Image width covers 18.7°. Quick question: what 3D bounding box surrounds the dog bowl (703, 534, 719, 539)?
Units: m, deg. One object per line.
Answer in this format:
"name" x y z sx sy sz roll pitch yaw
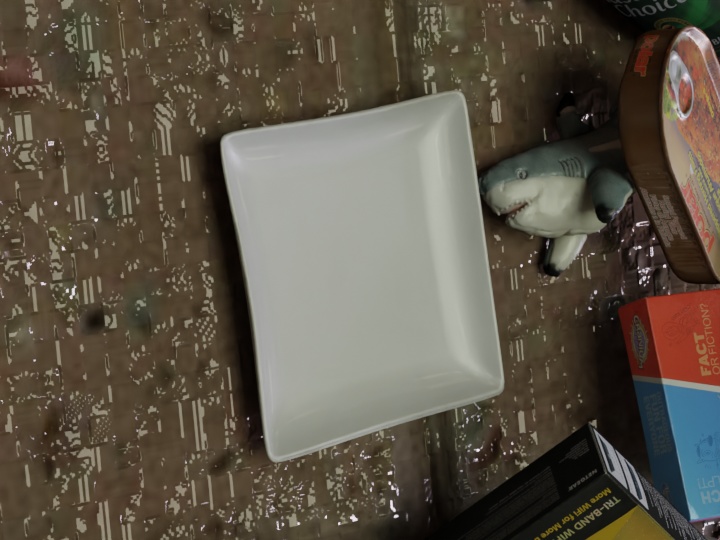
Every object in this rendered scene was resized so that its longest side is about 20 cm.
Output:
"dog bowl" 0.266 0.246 1.482 0.199 0.200 0.074 19 98 -37

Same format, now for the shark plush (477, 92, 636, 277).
"shark plush" 0.162 -0.089 1.474 0.083 0.091 0.200 42 66 3

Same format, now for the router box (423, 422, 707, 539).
"router box" 0.114 0.208 1.363 0.200 0.052 0.157 -38 122 16

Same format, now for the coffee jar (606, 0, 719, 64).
"coffee jar" 0.203 -0.214 1.480 0.200 0.104 0.086 32 68 -34

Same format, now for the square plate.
"square plate" 0.000 0.000 1.363 0.197 0.028 0.201 -14 98 -38

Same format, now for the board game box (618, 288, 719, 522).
"board game box" 0.284 0.085 1.489 0.199 0.040 0.154 -7 80 -23

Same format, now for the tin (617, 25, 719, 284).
"tin" 0.221 -0.074 1.464 0.200 0.042 0.112 61 37 -40
